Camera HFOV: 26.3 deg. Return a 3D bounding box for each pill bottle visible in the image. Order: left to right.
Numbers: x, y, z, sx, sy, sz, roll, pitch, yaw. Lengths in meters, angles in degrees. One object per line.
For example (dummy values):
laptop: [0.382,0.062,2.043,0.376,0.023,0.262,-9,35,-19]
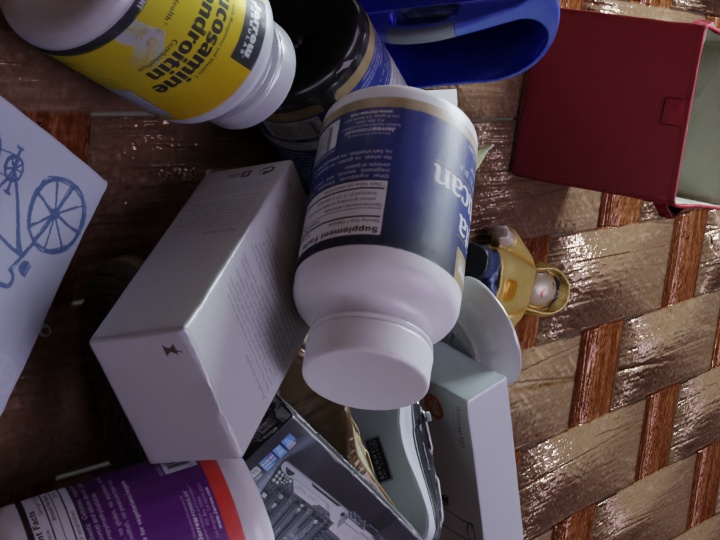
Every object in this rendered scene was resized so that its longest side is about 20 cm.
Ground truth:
pill bottle: [-0.159,0.186,0.969,0.200,0.112,0.112,-17,121,-17]
pill bottle: [-0.124,-0.158,0.965,0.200,0.112,0.112,27,77,-58]
pill bottle: [-0.014,-0.115,1.162,0.112,0.112,0.200,-65,148,-21]
pill bottle: [0.016,-0.014,1.025,0.111,0.111,0.200,56,36,-51]

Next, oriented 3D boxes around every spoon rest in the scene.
spoon rest: [0.100,0.083,1.362,0.061,0.099,0.200,-22,149,-26]

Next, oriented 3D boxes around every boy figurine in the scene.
boy figurine: [0.140,0.020,1.516,0.200,0.064,0.124,12,88,-56]

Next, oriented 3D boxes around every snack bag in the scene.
snack bag: [-0.242,-0.008,0.914,0.189,0.021,0.200,43,64,-55]

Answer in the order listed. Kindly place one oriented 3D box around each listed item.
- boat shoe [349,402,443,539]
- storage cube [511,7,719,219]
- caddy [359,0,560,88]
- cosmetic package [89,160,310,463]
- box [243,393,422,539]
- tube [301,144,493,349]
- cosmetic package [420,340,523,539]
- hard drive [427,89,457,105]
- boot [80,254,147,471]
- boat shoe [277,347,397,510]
boat shoe: [0.026,0.132,1.254,0.068,0.074,0.199,13,55,-68]
storage cube: [0.278,-0.161,1.563,0.171,0.180,0.200,-2,103,-59]
caddy: [0.055,-0.208,1.173,0.141,0.200,0.105,67,29,-42]
cosmetic package: [-0.089,0.023,1.005,0.200,0.071,0.101,-63,139,-52]
box: [-0.078,0.209,1.104,0.200,0.050,0.158,-43,118,-2]
tube: [0.016,-0.024,1.138,0.200,0.058,0.052,-42,139,-11]
cosmetic package: [0.070,0.155,1.357,0.052,0.151,0.200,-30,127,-30]
hard drive: [0.048,-0.055,1.338,0.132,0.026,0.200,-13,102,-57]
boot: [-0.113,0.044,1.113,0.200,0.066,0.175,-33,131,-54]
boat shoe: [-0.036,0.130,1.156,0.074,0.066,0.200,-28,117,-8]
